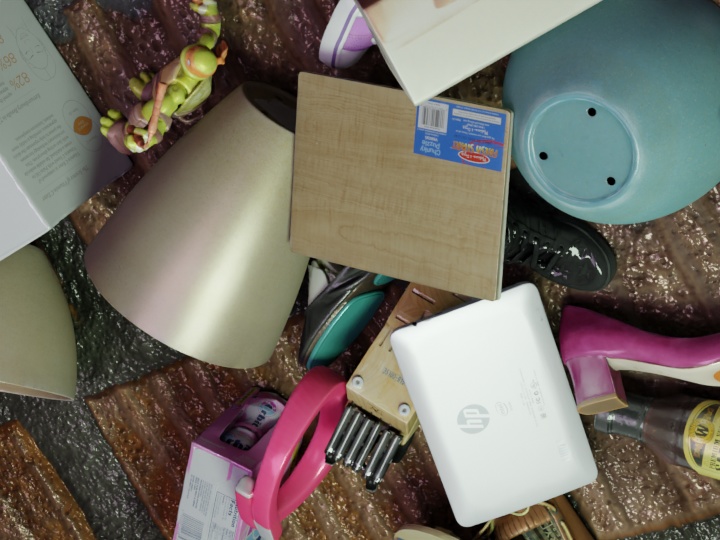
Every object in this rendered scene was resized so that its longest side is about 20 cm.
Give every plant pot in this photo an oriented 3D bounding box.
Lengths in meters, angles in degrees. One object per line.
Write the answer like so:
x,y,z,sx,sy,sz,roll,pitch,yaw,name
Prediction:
0.190,-0.116,1.542,0.199,0.135,0.201,11,119,21,plant pot
-0.107,-0.052,1.713,0.187,0.187,0.201,35,111,6,plant pot
-0.354,0.038,1.882,0.199,0.200,0.135,6,81,24,plant pot

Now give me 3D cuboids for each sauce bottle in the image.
0.293,0.141,1.664,0.199,0.066,0.066,13,120,19,sauce bottle

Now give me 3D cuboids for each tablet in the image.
0.114,0.115,1.689,0.129,0.014,0.201,-20,113,2,tablet

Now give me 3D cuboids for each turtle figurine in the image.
-0.153,-0.164,1.701,0.064,0.201,0.161,29,154,-19,turtle figurine

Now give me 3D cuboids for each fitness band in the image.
-0.057,0.162,1.782,0.037,0.144,0.200,29,159,13,fitness band

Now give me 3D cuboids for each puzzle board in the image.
0.031,-0.069,1.590,0.199,0.017,0.152,13,108,32,puzzle board

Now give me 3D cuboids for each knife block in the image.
0.040,0.094,1.780,0.064,0.176,0.201,31,80,8,knife block

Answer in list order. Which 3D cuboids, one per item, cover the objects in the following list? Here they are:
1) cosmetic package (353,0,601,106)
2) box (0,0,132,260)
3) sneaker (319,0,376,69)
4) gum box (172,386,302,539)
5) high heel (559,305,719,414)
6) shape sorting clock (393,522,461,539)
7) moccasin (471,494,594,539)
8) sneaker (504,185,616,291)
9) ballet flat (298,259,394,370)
0.101,-0.216,1.501,0.199,0.103,0.088,-29,106,1,cosmetic package
-0.326,-0.126,1.785,0.106,0.152,0.201,-27,100,33,box
0.052,-0.212,1.603,0.114,0.073,0.201,39,125,0,sneaker
-0.117,0.215,1.877,0.066,0.114,0.201,23,123,15,gum box
0.261,0.051,1.652,0.199,0.067,0.097,-18,65,22,high heel
0.116,0.288,1.797,0.199,0.039,0.200,30,162,11,shape sorting clock
0.141,0.219,1.770,0.073,0.078,0.202,-28,100,30,moccasin
0.109,-0.029,1.645,0.199,0.104,0.060,35,126,7,sneaker
0.000,0.000,1.742,0.200,0.068,0.069,-49,66,26,ballet flat
